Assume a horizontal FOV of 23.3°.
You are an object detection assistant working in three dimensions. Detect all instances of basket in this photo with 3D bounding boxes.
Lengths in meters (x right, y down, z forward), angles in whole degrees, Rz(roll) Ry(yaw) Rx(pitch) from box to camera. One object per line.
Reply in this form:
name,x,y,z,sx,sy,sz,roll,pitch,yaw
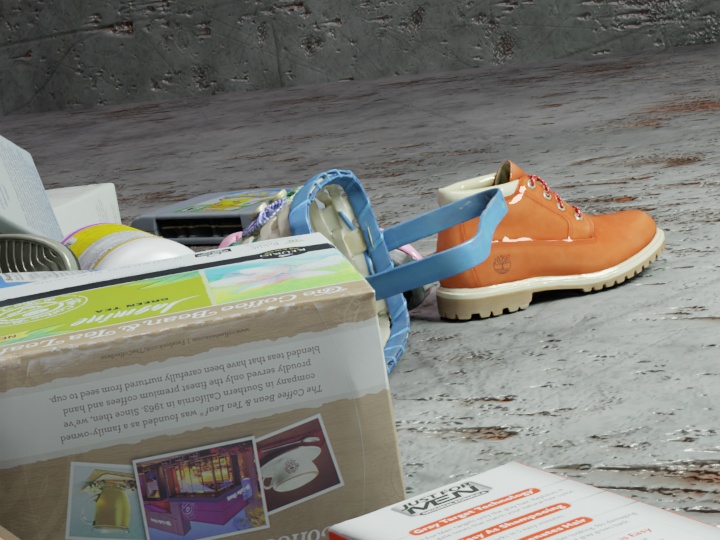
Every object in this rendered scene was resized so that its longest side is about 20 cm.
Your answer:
basket,0.000,0.000,1.182,0.198,0.140,0.176,-16,9,13

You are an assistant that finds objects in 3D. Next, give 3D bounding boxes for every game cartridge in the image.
game cartridge,-0.130,-0.058,1.859,0.198,0.041,0.133,0,10,37

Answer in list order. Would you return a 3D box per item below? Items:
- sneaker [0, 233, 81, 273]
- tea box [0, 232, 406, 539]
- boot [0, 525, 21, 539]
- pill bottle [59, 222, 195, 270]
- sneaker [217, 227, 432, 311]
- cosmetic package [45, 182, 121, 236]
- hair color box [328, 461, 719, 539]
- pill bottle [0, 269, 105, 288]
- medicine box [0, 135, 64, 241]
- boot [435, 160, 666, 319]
sneaker,-0.264,0.021,1.300,0.199,0.076,0.106,-21,-7,31
tea box,-0.092,0.072,0.908,0.198,0.135,0.197,-11,12,-8
boot,-0.168,0.155,0.744,0.199,0.074,0.075,3,26,40
pill bottle,-0.165,0.024,1.288,0.103,0.105,0.200,-13,12,-22
sneaker,-0.040,0.022,1.335,0.198,0.080,0.096,-3,34,31
cosmetic package,-0.280,-0.005,1.524,0.084,0.109,0.200,-5,10,19
hair color box,0.081,0.132,0.663,0.101,0.062,0.199,-15,14,-28
pill bottle,-0.196,0.057,1.051,0.198,0.114,0.112,-4,8,-25
medicine box,-0.352,-0.032,1.325,0.181,0.104,0.200,-31,-21,9
boot,0.146,-0.035,1.337,0.198,0.108,0.075,-12,10,-25
